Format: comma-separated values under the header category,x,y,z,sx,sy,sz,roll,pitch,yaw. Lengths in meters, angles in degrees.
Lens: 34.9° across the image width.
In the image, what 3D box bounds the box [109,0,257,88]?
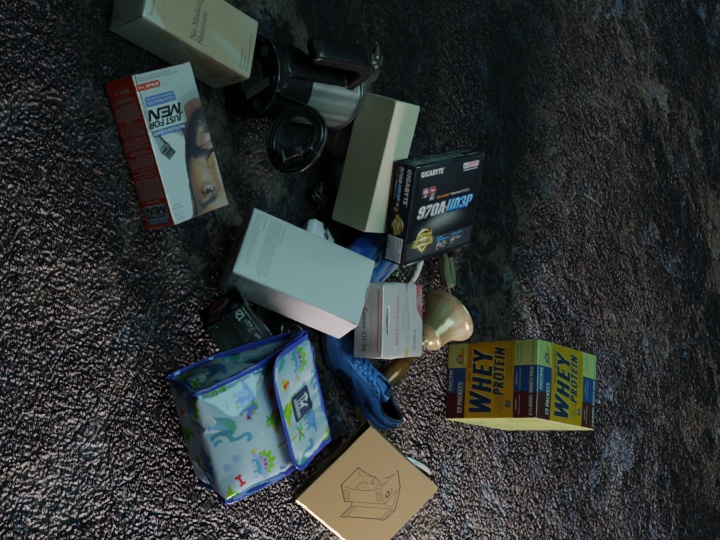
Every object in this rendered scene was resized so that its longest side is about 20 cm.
category,x,y,z,sx,sy,sz,roll,pitch,yaw
box,-0.241,-0.338,1.579,0.199,0.077,0.097,23,69,-46

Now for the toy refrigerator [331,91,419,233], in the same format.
category,x,y,z,sx,sy,sz,roll,pitch,yaw
toy refrigerator,0.025,-0.165,1.768,0.069,0.075,0.203,1,105,-50

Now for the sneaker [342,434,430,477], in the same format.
category,x,y,z,sx,sy,sz,roll,pitch,yaw
sneaker,0.031,0.329,1.836,0.199,0.069,0.091,29,76,-42

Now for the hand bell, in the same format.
category,x,y,z,sx,sy,sz,roll,pitch,yaw
hand bell,0.091,0.132,1.921,0.200,0.103,0.105,-42,116,-33

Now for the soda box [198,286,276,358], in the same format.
category,x,y,z,sx,sy,sz,roll,pitch,yaw
soda box,-0.146,0.123,1.627,0.070,0.063,0.201,-34,119,-2

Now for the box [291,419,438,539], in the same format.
category,x,y,z,sx,sy,sz,roll,pitch,yaw
box,0.011,0.341,1.768,0.163,0.021,0.200,-44,125,-1

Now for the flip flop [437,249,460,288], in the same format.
category,x,y,z,sx,sy,sz,roll,pitch,yaw
flip flop,0.159,-0.052,1.984,0.082,0.057,0.202,-71,158,-48

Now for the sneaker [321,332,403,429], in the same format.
category,x,y,z,sx,sy,sz,roll,pitch,yaw
sneaker,0.009,0.166,1.815,0.066,0.078,0.202,-47,118,-40

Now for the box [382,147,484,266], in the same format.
category,x,y,z,sx,sy,sz,roll,pitch,yaw
box,0.117,-0.104,1.820,0.199,0.046,0.162,-16,120,-51

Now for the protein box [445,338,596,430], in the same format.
category,x,y,z,sx,sy,sz,roll,pitch,yaw
protein box,0.287,0.208,2.044,0.199,0.196,0.137,17,73,-47

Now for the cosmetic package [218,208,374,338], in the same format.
category,x,y,z,sx,sy,sz,roll,pitch,yaw
cosmetic package,-0.090,0.006,1.646,0.198,0.085,0.109,25,64,-14

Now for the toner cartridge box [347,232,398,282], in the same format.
category,x,y,z,sx,sy,sz,roll,pitch,yaw
toner cartridge box,0.000,0.000,1.817,0.200,0.043,0.096,-45,153,-43

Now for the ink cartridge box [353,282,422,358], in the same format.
category,x,y,z,sx,sy,sz,roll,pitch,yaw
ink cartridge box,0.039,0.077,1.792,0.200,0.066,0.119,9,81,-71

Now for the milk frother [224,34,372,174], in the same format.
category,x,y,z,sx,sy,sz,roll,pitch,yaw
milk frother,-0.076,-0.235,1.689,0.187,0.179,0.204,1,89,-48

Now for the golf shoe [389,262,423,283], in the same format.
category,x,y,z,sx,sy,sz,roll,pitch,yaw
golf shoe,0.099,-0.061,1.954,0.097,0.077,0.203,27,66,-51

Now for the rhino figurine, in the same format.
category,x,y,z,sx,sy,sz,roll,pitch,yaw
rhino figurine,-0.003,-0.264,1.806,0.087,0.059,0.202,-24,138,-58

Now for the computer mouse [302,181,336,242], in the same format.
category,x,y,z,sx,sy,sz,roll,pitch,yaw
computer mouse,-0.062,-0.038,1.780,0.110,0.043,0.202,45,53,-38

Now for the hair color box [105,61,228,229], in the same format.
category,x,y,z,sx,sy,sz,roll,pitch,yaw
hair color box,-0.259,-0.169,1.549,0.110,0.063,0.203,-27,107,-49

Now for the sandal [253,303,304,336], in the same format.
category,x,y,z,sx,sy,sz,roll,pitch,yaw
sandal,-0.101,0.116,1.711,0.075,0.047,0.203,-39,115,-44

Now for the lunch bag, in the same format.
category,x,y,z,sx,sy,sz,roll,pitch,yaw
lunch bag,-0.138,0.193,1.557,0.198,0.127,0.173,-22,110,-29
